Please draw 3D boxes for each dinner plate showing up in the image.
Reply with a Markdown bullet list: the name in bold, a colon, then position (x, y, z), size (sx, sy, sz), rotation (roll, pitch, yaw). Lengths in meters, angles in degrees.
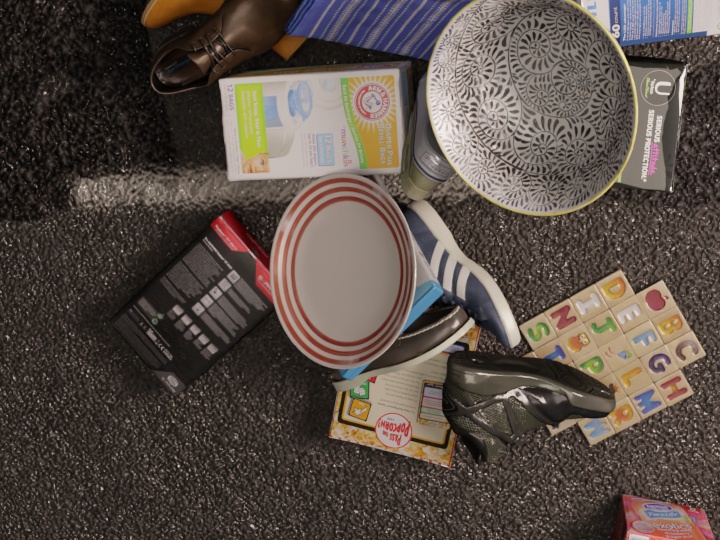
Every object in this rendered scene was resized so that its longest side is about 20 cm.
- **dinner plate**: position (-0.017, 0.001, 1.112), size (0.198, 0.024, 0.203), rotation (-2, 88, 40)

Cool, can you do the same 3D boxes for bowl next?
- **bowl**: position (0.166, -0.161, 0.954), size (0.199, 0.094, 0.203), rotation (17, 123, 26)

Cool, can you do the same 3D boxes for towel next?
- **towel**: position (0.035, -0.253, 1.068), size (0.197, 0.145, 0.024), rotation (7, 72, -21)

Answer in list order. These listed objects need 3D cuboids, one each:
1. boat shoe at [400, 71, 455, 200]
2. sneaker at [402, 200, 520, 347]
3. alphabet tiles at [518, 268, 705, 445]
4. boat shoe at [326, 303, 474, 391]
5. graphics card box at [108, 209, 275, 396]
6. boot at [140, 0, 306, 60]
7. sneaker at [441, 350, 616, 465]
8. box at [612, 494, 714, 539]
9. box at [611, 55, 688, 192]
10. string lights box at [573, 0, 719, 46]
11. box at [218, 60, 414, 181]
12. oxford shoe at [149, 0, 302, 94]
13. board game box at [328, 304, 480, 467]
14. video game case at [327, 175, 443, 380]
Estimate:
- **boat shoe**: position (0.073, -0.147, 1.096), size (0.072, 0.201, 0.062), rotation (37, 125, -13)
- **sneaker**: position (0.090, 0.019, 1.158), size (0.084, 0.075, 0.201), rotation (-35, 63, -8)
- **alphabet tiles**: position (0.279, 0.101, 1.214), size (0.199, 0.006, 0.168), rotation (-31, 97, 16)
- **boat shoe**: position (0.032, 0.073, 1.146), size (0.200, 0.072, 0.061), rotation (-26, 96, 38)
- **graphics card box**: position (-0.187, 0.040, 1.262), size (0.200, 0.051, 0.126), rotation (-42, 94, 16)
- **boot**: position (-0.129, -0.283, 1.160), size (0.200, 0.071, 0.145), rotation (-36, 99, 18)
- **sneaker**: position (0.182, 0.159, 1.194), size (0.196, 0.076, 0.116), rotation (6, 111, -12)
- **box**: position (0.334, 0.375, 1.227), size (0.101, 0.095, 0.203), rotation (8, 106, 8)
- **box**: position (0.219, -0.158, 1.085), size (0.197, 0.149, 0.126), rotation (6, 104, 10)
- **string lights box**: position (0.265, -0.272, 1.032), size (0.198, 0.059, 0.104), rotation (-13, 105, -32)
- **box**: position (-0.041, -0.163, 1.156), size (0.197, 0.101, 0.114), rotation (-1, 105, 11)
- **oxford shoe**: position (-0.140, -0.236, 1.114), size (0.199, 0.085, 0.073), rotation (-29, 116, 26)
- **board game box**: position (0.054, 0.112, 1.238), size (0.149, 0.046, 0.203), rotation (13, 106, 7)
- **video game case**: position (0.000, 0.000, 1.159), size (0.143, 0.201, 0.018), rotation (-44, 135, 18)
